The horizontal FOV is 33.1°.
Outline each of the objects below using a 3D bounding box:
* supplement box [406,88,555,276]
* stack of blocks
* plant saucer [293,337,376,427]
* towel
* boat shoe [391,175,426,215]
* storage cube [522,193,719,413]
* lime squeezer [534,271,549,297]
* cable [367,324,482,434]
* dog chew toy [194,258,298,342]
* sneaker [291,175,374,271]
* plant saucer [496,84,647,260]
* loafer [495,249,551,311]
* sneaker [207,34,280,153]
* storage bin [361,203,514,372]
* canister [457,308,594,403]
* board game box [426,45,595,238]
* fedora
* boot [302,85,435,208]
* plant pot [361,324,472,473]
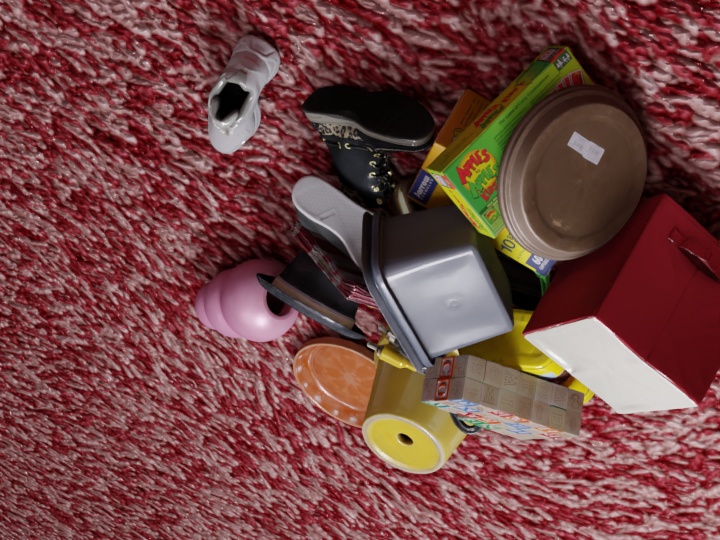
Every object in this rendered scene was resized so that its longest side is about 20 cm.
[{"bbox_3d":[0.176,-0.106,1.465,0.199,0.110,0.109,30,142,2],"label":"supplement box"},{"bbox_3d":[0.175,0.165,1.559,0.199,0.059,0.115,21,161,-31],"label":"stack of blocks"},{"bbox_3d":[-0.015,0.180,1.962,0.199,0.032,0.201,18,139,16],"label":"plant saucer"},{"bbox_3d":[0.000,0.000,1.629,0.143,0.200,0.023,19,108,-36],"label":"towel"},{"bbox_3d":[0.090,-0.024,1.606,0.076,0.071,0.202,-19,85,60],"label":"boat shoe"},{"bbox_3d":[0.331,0.046,1.435,0.171,0.180,0.200,38,159,-11],"label":"storage cube"},{"bbox_3d":[0.217,-0.024,1.540,0.038,0.070,0.202,-32,77,35],"label":"lime squeezer"},{"bbox_3d":[0.108,0.132,1.670,0.200,0.097,0.050,43,-178,3],"label":"cable"},{"bbox_3d":[-0.183,0.050,1.867,0.199,0.125,0.125,-8,128,48],"label":"dog chew toy"},{"bbox_3d":[-0.009,-0.050,1.602,0.200,0.071,0.099,40,176,-4],"label":"sneaker"},{"bbox_3d":[0.242,-0.105,1.348,0.201,0.200,0.029,57,169,-29],"label":"plant saucer"},{"bbox_3d":[0.245,0.047,1.621,0.199,0.063,0.072,31,142,1],"label":"loafer"},{"bbox_3d":[-0.173,-0.214,1.584,0.077,0.100,0.201,29,142,2],"label":"sneaker"},{"bbox_3d":[0.100,0.005,1.463,0.133,0.146,0.201,-15,133,16],"label":"storage bin"},{"bbox_3d":[0.224,0.116,1.621,0.147,0.087,0.200,4,164,26],"label":"canister"},{"bbox_3d":[0.180,-0.145,1.355,0.102,0.200,0.048,47,174,-20],"label":"board game box"},{"bbox_3d":[-0.052,0.018,1.715,0.199,0.092,0.201,29,-178,-1],"label":"fedora"},{"bbox_3d":[0.027,-0.148,1.537,0.202,0.074,0.155,19,144,38],"label":"boot"},{"bbox_3d":[0.097,0.182,1.766,0.199,0.190,0.202,17,139,16],"label":"plant pot"}]
